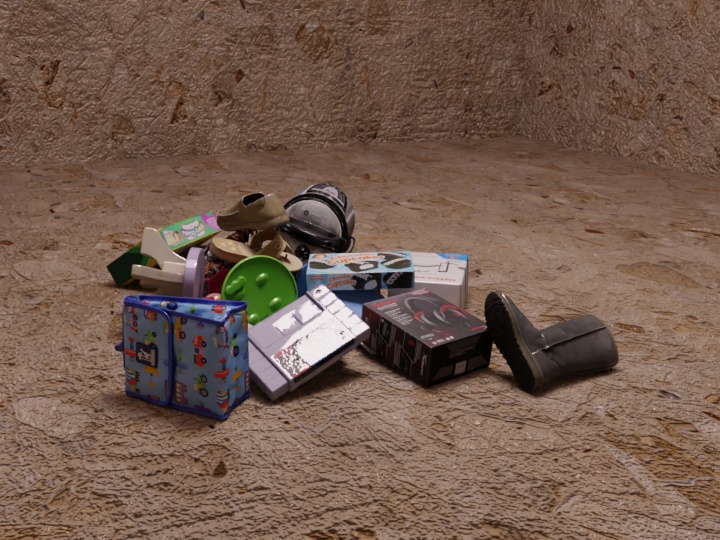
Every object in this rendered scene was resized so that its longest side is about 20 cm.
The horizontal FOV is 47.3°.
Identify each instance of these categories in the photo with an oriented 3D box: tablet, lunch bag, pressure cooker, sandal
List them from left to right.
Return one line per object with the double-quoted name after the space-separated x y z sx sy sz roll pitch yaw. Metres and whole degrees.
-0.271 0.119 1.215 0.198 0.152 0.094 6 18 17 "lunch bag"
-0.183 -0.049 1.577 0.210 0.070 0.078 9 28 -39 "sandal"
-0.104 -0.101 1.920 0.174 0.180 0.200 -20 12 15 "pressure cooker"
0.007 0.076 1.499 0.129 0.014 0.200 -17 43 -38 "tablet"

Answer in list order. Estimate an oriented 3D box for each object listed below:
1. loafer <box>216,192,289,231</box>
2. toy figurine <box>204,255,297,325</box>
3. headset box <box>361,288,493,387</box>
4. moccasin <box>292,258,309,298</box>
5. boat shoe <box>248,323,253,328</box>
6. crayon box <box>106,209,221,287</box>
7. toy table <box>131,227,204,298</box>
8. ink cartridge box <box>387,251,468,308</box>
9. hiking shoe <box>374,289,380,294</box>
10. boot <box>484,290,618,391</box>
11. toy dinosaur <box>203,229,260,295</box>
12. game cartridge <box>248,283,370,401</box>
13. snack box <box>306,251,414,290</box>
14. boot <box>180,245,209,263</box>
-0.211 -0.116 1.594 0.199 0.068 0.076 1 15 43 "loafer"
-0.241 0.060 1.521 0.199 0.151 0.183 -37 19 -25 "toy figurine"
0.102 0.104 1.382 0.147 0.076 0.199 -11 28 -35 "headset box"
-0.149 0.023 1.665 0.068 0.081 0.200 5 16 29 "moccasin"
-0.191 0.126 1.339 0.198 0.073 0.062 10 24 24 "boat shoe"
-0.421 -0.050 1.780 0.172 0.059 0.200 -31 1 29 "crayon box"
-0.357 0.019 1.531 0.116 0.186 0.200 7 -21 -7 "toy table"
0.138 0.031 1.640 0.144 0.085 0.200 3 17 9 "ink cartridge box"
-0.010 0.031 1.647 0.099 0.077 0.200 4 18 -1 "hiking shoe"
0.314 0.098 1.339 0.198 0.183 0.073 -16 -13 -28 "boot"
-0.256 -0.024 1.671 0.136 0.201 0.102 44 29 15 "toy dinosaur"
-0.095 0.109 1.296 0.199 0.039 0.129 -32 51 -29 "game cartridge"
0.000 0.000 1.544 0.197 0.038 0.116 -2 19 0 "snack box"
-0.282 -0.009 1.774 0.199 0.074 0.150 -6 14 -44 "boot"
